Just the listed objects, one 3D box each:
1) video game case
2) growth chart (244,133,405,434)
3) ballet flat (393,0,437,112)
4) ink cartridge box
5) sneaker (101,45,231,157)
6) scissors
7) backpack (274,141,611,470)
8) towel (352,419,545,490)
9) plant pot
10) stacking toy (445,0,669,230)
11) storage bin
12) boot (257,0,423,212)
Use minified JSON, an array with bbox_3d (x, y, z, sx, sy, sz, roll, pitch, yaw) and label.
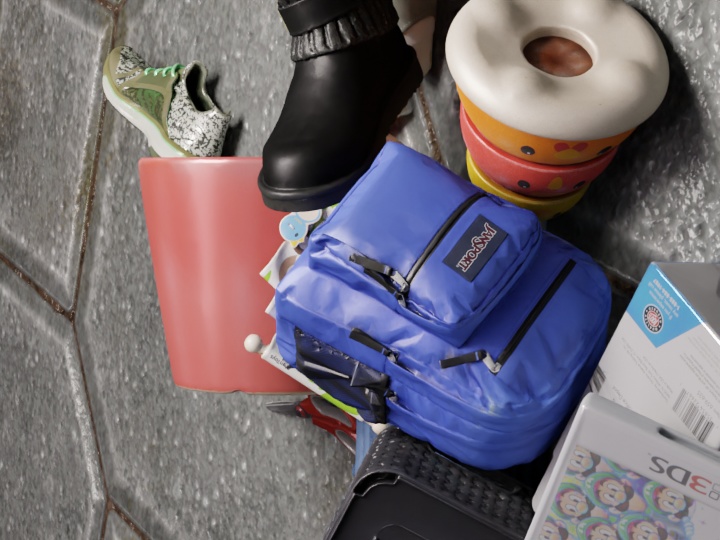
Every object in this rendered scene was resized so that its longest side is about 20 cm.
[{"bbox_3d":[0.183,0.195,1.177,0.181,0.024,0.201,24,118,11],"label":"video game case"},{"bbox_3d":[0.000,0.000,1.429,0.201,0.144,0.018,-63,11,-1],"label":"growth chart"},{"bbox_3d":[0.022,-0.158,1.512,0.064,0.067,0.200,48,136,10],"label":"ballet flat"},{"bbox_3d":[0.194,0.107,1.221,0.116,0.066,0.201,55,133,41],"label":"ink cartridge box"},{"bbox_3d":[-0.167,-0.161,1.801,0.200,0.077,0.089,50,117,38],"label":"sneaker"},{"bbox_3d":[-0.045,0.110,1.615,0.200,0.014,0.073,22,147,58],"label":"scissors"},{"bbox_3d":[0.060,0.028,1.279,0.199,0.163,0.168,33,159,14],"label":"backpack"},{"bbox_3d":[0.064,0.122,1.443,0.200,0.048,0.112,6,95,58],"label":"towel"},{"bbox_3d":[-0.074,0.002,1.518,0.200,0.199,0.179,6,96,57],"label":"plant pot"},{"bbox_3d":[0.120,-0.082,1.320,0.201,0.145,0.146,98,152,-48],"label":"stacking toy"},{"bbox_3d":[0.028,0.223,1.312,0.201,0.135,0.094,-63,-1,17],"label":"storage bin"},{"bbox_3d":[-0.032,-0.154,1.343,0.079,0.212,0.158,-2,127,24],"label":"boot"}]
